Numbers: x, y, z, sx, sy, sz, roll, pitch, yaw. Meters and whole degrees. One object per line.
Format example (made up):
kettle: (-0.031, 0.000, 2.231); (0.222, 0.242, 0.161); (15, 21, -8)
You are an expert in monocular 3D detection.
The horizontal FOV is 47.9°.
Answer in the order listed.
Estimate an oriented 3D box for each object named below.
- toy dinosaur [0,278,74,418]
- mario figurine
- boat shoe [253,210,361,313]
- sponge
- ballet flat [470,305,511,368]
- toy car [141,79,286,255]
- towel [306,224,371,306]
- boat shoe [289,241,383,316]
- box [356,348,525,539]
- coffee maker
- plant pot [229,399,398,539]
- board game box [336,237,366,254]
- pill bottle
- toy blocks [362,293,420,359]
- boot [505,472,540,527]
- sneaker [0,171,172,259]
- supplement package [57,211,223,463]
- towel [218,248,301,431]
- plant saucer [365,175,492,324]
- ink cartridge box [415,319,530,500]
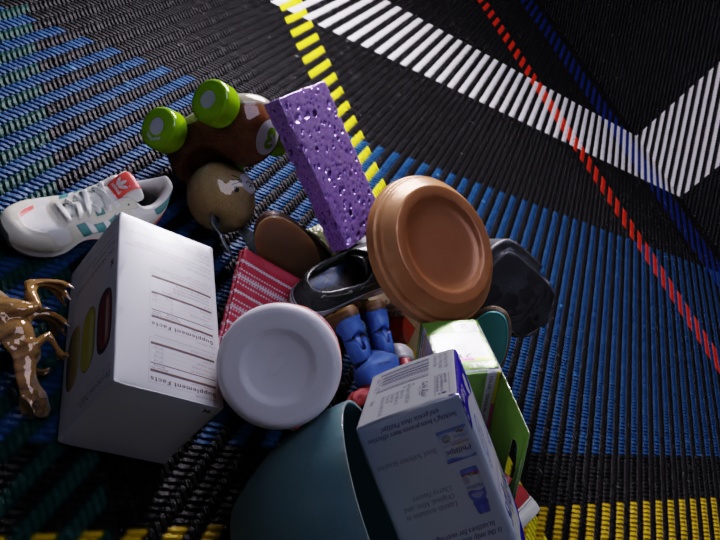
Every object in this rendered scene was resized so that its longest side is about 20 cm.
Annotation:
toy dinosaur: (-0.323, 0.037, 0.739); (0.200, 0.060, 0.106); (51, 33, 10)
mario figurine: (0.013, 0.144, 0.980); (0.106, 0.123, 0.201); (58, 14, -77)
boat shoe: (-0.073, -0.007, 1.052); (0.200, 0.070, 0.070); (52, 9, -34)
sponge: (-0.040, -0.131, 1.017); (0.112, 0.030, 0.201); (-42, 111, -55)
ballet flat: (0.161, 0.132, 1.094); (0.068, 0.201, 0.072); (9, 19, 10)
toy car: (-0.162, -0.109, 1.027); (0.164, 0.157, 0.201); (17, 54, -63)
towel: (0.009, 0.002, 1.190); (0.200, 0.036, 0.148); (50, 32, 4)
boat shoe: (0.000, 0.000, 1.004); (0.200, 0.057, 0.069); (-29, 74, -35)
box: (0.084, 0.203, 0.804); (0.184, 0.105, 0.201); (-53, 122, -80)
coffee maker: (0.161, 0.013, 1.195); (0.191, 0.135, 0.200); (16, -1, -16)
plant pot: (-0.039, 0.237, 0.742); (0.200, 0.134, 0.201); (-21, 90, -82)
board game box: (-0.036, -0.110, 1.103); (0.201, 0.034, 0.126); (66, 16, -13)
pill bottle: (-0.075, 0.089, 0.804); (0.113, 0.113, 0.200); (45, -4, 0)
toy blocks: (0.071, 0.090, 1.089); (0.200, 0.100, 0.137); (48, 53, -28)
boot: (0.131, 0.277, 0.988); (0.144, 0.072, 0.200); (51, 25, 13)
sneaker: (-0.288, -0.072, 0.872); (0.199, 0.093, 0.070); (-11, 61, -54)
supplement package: (-0.212, 0.065, 0.784); (0.109, 0.114, 0.201); (23, 38, -34)
towel: (-0.102, 0.081, 0.950); (0.144, 0.022, 0.201); (30, 47, -26)
plant saucer: (0.097, -0.029, 1.026); (0.200, 0.037, 0.201); (13, 67, -33)
ink cartridge box: (0.122, 0.175, 0.951); (0.075, 0.148, 0.200); (-2, 33, -11)
